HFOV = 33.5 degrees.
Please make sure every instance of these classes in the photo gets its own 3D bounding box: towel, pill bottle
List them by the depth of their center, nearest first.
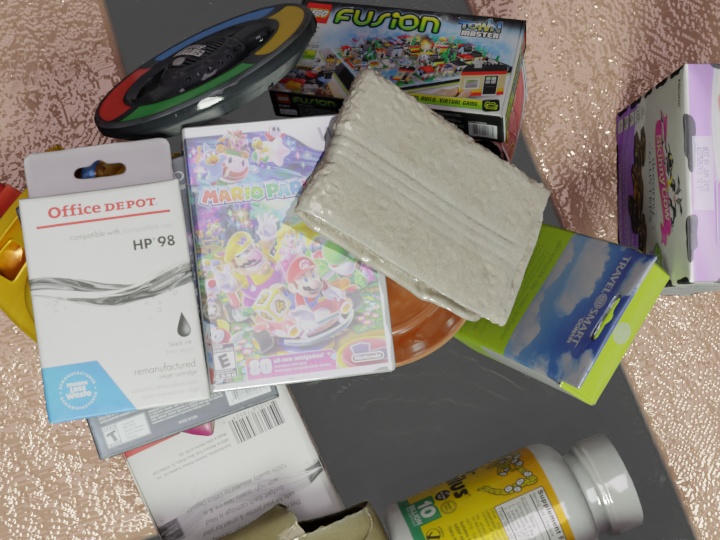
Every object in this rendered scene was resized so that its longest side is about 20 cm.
[{"bbox_3d":[0.053,-0.052,0.921,0.200,0.034,0.133,32,68,-23],"label":"towel"},{"bbox_3d":[0.129,0.213,1.005,0.200,0.113,0.113,-23,88,-3],"label":"pill bottle"}]

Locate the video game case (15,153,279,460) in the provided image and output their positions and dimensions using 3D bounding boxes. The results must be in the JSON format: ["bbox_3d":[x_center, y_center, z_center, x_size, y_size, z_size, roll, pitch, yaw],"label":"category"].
[{"bbox_3d":[-0.161,0.025,0.911,0.143,0.019,0.200,-19,89,-10],"label":"video game case"}]

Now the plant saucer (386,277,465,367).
[{"bbox_3d":[0.000,0.000,1.003,0.200,0.032,0.201,0,127,1],"label":"plant saucer"}]

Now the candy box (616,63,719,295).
[{"bbox_3d":[0.270,-0.067,0.984,0.071,0.200,0.168,0,86,-3],"label":"candy box"}]

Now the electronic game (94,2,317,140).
[{"bbox_3d":[-0.128,-0.165,0.981,0.200,0.200,0.042,-29,116,-4],"label":"electronic game"}]

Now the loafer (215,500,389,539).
[{"bbox_3d":[-0.072,0.217,0.935,0.200,0.076,0.068,-3,86,-12],"label":"loafer"}]

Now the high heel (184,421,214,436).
[{"bbox_3d":[-0.115,0.029,0.954,0.096,0.067,0.200,26,77,16],"label":"high heel"}]

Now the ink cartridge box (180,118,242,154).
[{"bbox_3d":[-0.049,-0.090,1.021,0.200,0.099,0.039,10,84,-1],"label":"ink cartridge box"}]

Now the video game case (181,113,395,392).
[{"bbox_3d":[-0.055,-0.015,0.912,0.143,0.018,0.200,-6,87,-8],"label":"video game case"}]

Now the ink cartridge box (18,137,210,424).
[{"bbox_3d":[-0.180,0.002,0.867,0.116,0.067,0.200,-9,88,-9],"label":"ink cartridge box"}]

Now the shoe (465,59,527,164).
[{"bbox_3d":[0.108,-0.120,1.034,0.071,0.091,0.201,10,86,-2],"label":"shoe"}]

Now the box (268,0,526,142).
[{"bbox_3d":[0.033,-0.171,1.016,0.200,0.035,0.110,8,58,13],"label":"box"}]

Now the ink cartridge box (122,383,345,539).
[{"bbox_3d":[-0.104,0.177,1.011,0.147,0.083,0.200,-24,87,-3],"label":"ink cartridge box"}]

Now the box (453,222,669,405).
[{"bbox_3d":[0.161,0.029,0.976,0.048,0.200,0.122,33,86,-28],"label":"box"}]

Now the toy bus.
[{"bbox_3d":[-0.237,-0.036,1.007,0.192,0.136,0.200,34,83,16],"label":"toy bus"}]
